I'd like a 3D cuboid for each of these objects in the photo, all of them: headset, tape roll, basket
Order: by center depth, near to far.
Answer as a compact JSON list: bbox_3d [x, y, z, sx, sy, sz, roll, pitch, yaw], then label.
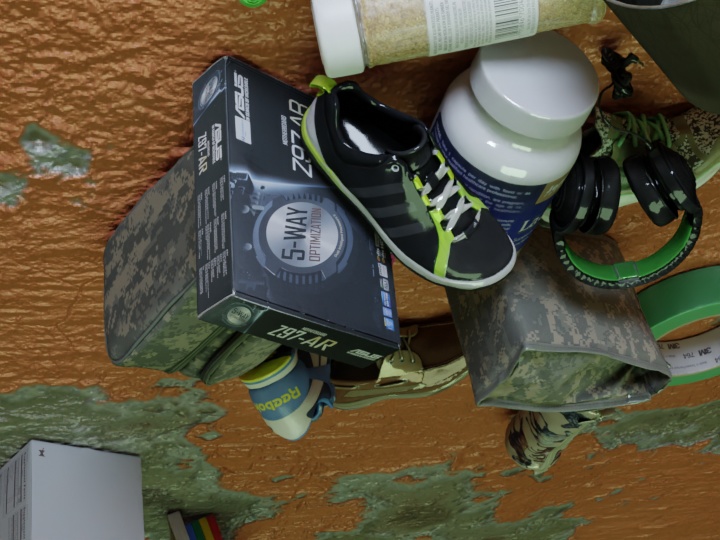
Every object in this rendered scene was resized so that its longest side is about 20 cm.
[{"bbox_3d":[0.243,-0.199,0.727,0.181,0.136,0.200,-51,148,2],"label":"basket"},{"bbox_3d":[0.213,-0.077,0.897,0.122,0.095,0.201,-9,131,5],"label":"headset"},{"bbox_3d":[0.389,0.068,1.270,0.198,0.049,0.201,-7,148,-4],"label":"tape roll"}]

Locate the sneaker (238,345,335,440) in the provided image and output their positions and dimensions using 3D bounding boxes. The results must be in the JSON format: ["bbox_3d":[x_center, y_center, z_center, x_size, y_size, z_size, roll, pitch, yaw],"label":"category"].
[{"bbox_3d":[-0.063,0.106,1.089,0.073,0.083,0.200,-26,-174,17],"label":"sneaker"}]

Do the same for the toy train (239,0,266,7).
[{"bbox_3d":[0.002,-0.220,0.711,0.197,0.042,0.057,-12,138,3],"label":"toy train"}]

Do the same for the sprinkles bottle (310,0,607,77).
[{"bbox_3d":[0.066,-0.185,0.754,0.197,0.069,0.068,-11,148,0],"label":"sprinkles bottle"}]

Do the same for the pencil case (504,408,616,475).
[{"bbox_3d":[0.248,0.182,1.368,0.077,0.090,0.201,0,147,-17],"label":"pencil case"}]

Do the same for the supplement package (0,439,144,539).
[{"bbox_3d":[-0.379,0.327,1.347,0.151,0.152,0.200,17,139,-36],"label":"supplement package"}]

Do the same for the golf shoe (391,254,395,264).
[{"bbox_3d":[0.000,0.000,1.005,0.072,0.093,0.201,2,145,-14],"label":"golf shoe"}]

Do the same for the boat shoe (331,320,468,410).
[{"bbox_3d":[0.039,0.098,1.189,0.198,0.076,0.072,-21,145,14],"label":"boat shoe"}]

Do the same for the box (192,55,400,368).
[{"bbox_3d":[-0.049,-0.042,0.818,0.159,0.202,0.043,21,142,-39],"label":"box"}]

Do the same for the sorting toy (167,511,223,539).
[{"bbox_3d":[-0.209,0.464,1.584,0.069,0.200,0.201,-18,151,-17],"label":"sorting toy"}]

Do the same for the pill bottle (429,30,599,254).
[{"bbox_3d":[0.106,-0.091,0.869,0.114,0.117,0.201,0,147,-16],"label":"pill bottle"}]

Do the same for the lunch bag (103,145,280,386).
[{"bbox_3d":[-0.106,0.003,0.933,0.166,0.141,0.200,13,140,-36],"label":"lunch bag"}]

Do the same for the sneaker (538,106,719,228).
[{"bbox_3d":[0.229,-0.105,0.935,0.198,0.077,0.089,-23,135,13],"label":"sneaker"}]

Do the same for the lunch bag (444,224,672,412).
[{"bbox_3d":[0.196,0.047,1.067,0.198,0.165,0.118,7,139,-25],"label":"lunch bag"}]

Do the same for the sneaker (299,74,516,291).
[{"bbox_3d":[0.035,-0.062,0.790,0.199,0.072,0.083,38,157,-2],"label":"sneaker"}]
